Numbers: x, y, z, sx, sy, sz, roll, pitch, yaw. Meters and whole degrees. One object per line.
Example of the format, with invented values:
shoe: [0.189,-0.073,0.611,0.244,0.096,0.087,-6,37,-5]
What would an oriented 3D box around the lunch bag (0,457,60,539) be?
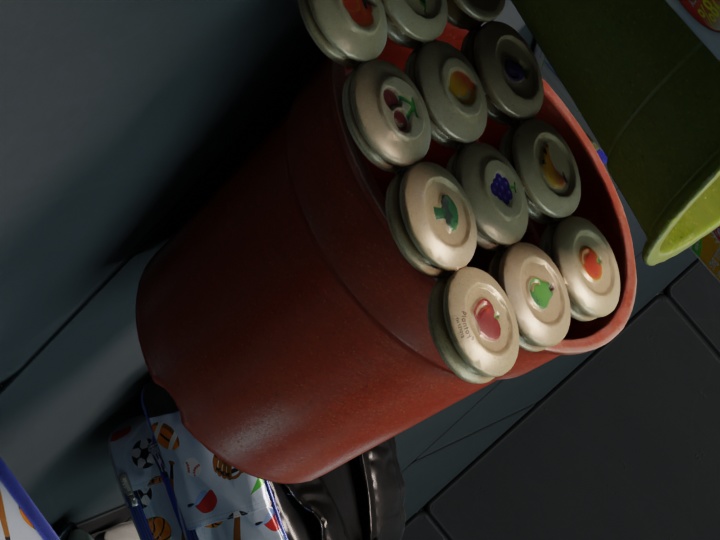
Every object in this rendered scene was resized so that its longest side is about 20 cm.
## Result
lunch bag: [-0.221,0.222,1.174,0.170,0.200,0.124,-34,168,-31]

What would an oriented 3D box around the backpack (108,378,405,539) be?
backpack: [-0.064,0.146,1.427,0.154,0.191,0.200,-27,175,25]

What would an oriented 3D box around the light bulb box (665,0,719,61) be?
light bulb box: [0.156,-0.189,0.801,0.125,0.200,0.198,-38,168,-12]

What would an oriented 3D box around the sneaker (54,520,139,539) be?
sneaker: [-0.190,0.224,1.596,0.199,0.080,0.130,-17,166,-39]

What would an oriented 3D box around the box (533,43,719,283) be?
box: [0.212,-0.100,1.337,0.112,0.200,0.101,-38,169,-10]

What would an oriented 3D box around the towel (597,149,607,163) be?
towel: [0.171,-0.116,1.538,0.148,0.050,0.200,-46,167,34]

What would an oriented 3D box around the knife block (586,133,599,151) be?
knife block: [0.049,-0.039,1.395,0.200,0.064,0.175,-45,169,24]

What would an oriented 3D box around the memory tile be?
memory tile: [0.050,-0.058,0.991,0.017,0.201,0.153,-23,180,37]

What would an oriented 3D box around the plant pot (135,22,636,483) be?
plant pot: [0.000,0.000,1.102,0.195,0.201,0.201,-38,172,34]

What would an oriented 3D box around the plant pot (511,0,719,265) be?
plant pot: [0.145,-0.138,0.992,0.200,0.190,0.200,-39,170,-9]
